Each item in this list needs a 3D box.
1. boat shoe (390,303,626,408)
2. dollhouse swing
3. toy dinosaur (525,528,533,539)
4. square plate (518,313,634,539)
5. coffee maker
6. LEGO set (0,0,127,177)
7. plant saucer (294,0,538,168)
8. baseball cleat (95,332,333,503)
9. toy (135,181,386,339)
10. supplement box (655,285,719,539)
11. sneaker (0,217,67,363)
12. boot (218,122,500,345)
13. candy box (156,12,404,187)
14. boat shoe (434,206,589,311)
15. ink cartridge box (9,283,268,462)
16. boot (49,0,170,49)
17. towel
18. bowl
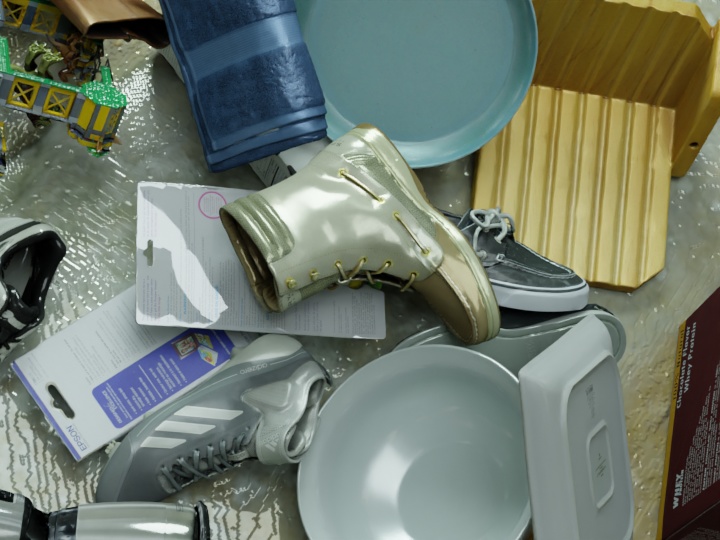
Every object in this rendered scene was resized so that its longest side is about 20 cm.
[{"bbox_3d":[0.113,0.065,1.700,0.200,0.060,0.076,-3,104,-14],"label":"boat shoe"},{"bbox_3d":[0.191,-0.107,1.728,0.200,0.182,0.176,10,58,-7],"label":"dollhouse swing"},{"bbox_3d":[0.155,0.157,1.655,0.200,0.060,0.106,-53,127,-27],"label":"toy dinosaur"},{"bbox_3d":[0.169,0.148,1.582,0.028,0.200,0.198,-3,100,23],"label":"square plate"},{"bbox_3d":[-0.216,0.253,1.528,0.200,0.135,0.192,6,70,-8],"label":"coffee maker"},{"bbox_3d":[-0.269,-0.135,1.668,0.154,0.116,0.200,8,32,-28],"label":"LEGO set"},{"bbox_3d":[0.040,-0.182,1.669,0.200,0.027,0.200,0,102,0],"label":"plant saucer"},{"bbox_3d":[-0.109,0.131,1.601,0.200,0.070,0.106,-43,51,-8],"label":"baseball cleat"},{"bbox_3d":[-0.081,-0.002,1.653,0.200,0.047,0.115,3,72,-14],"label":"toy"},{"bbox_3d":[0.331,0.116,1.644,0.133,0.200,0.197,12,69,-6],"label":"supplement box"},{"bbox_3d":[-0.292,0.043,1.604,0.076,0.088,0.200,38,63,-38],"label":"sneaker"},{"bbox_3d":[0.000,0.000,1.610,0.155,0.072,0.200,-31,79,-26],"label":"boot"},{"bbox_3d":[-0.044,-0.168,1.747,0.168,0.072,0.200,-35,80,-21],"label":"candy box"},{"bbox_3d":[0.092,-0.021,1.699,0.199,0.074,0.068,17,108,14],"label":"boat shoe"},{"bbox_3d":[-0.169,0.064,1.657,0.200,0.039,0.099,-31,79,-21],"label":"ink cartridge box"},{"bbox_3d":[-0.270,-0.238,1.672,0.188,0.069,0.200,7,34,-53],"label":"boot"},{"bbox_3d":[-0.098,-0.185,1.650,0.112,0.049,0.200,-17,89,28],"label":"towel"},{"bbox_3d":[0.059,0.165,1.616,0.201,0.090,0.201,-9,65,19],"label":"bowl"}]
